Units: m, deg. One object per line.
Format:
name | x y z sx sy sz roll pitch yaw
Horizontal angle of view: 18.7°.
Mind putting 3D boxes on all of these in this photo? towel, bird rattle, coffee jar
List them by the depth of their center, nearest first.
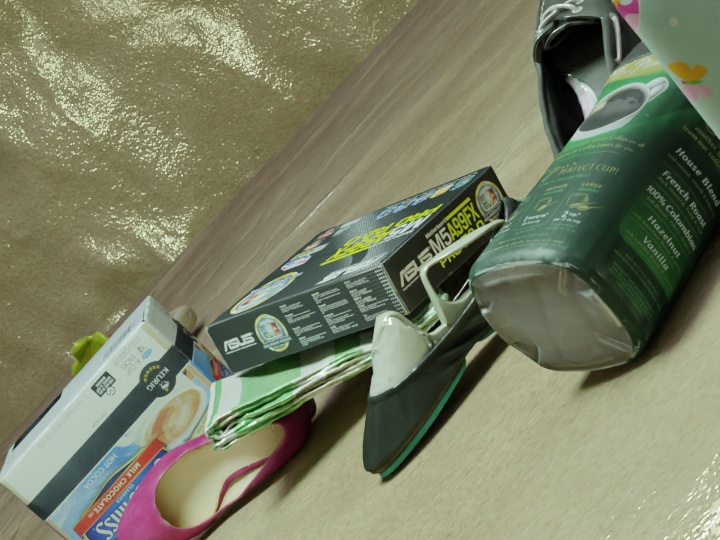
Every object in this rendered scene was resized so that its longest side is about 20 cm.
coffee jar | 0.149 -0.043 1.162 0.104 0.085 0.200 -11 36 55
towel | -0.025 0.060 1.607 0.199 0.024 0.153 -30 10 3
bird rattle | -0.267 0.104 2.723 0.162 0.113 0.200 -33 0 18

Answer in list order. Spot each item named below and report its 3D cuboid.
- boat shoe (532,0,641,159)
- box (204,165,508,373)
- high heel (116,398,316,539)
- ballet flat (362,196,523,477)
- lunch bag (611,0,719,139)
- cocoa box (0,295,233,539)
boat shoe | 0.135 -0.118 1.294 0.067 0.057 0.201 -35 45 28
box | 0.000 0.000 1.640 0.199 0.044 0.160 -20 14 45
high heel | -0.117 0.162 1.666 0.199 0.068 0.096 -33 1 13
ballet flat | 0.051 0.035 1.376 0.200 0.068 0.068 -50 9 -9
lunch bag | 0.208 -0.125 0.955 0.122 0.171 0.200 -32 15 34
cocoa box | -0.212 0.147 1.981 0.200 0.131 0.133 -47 9 3
